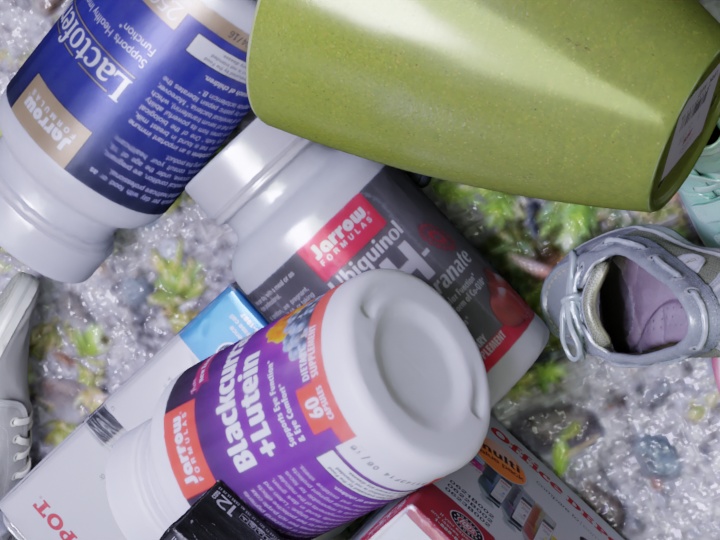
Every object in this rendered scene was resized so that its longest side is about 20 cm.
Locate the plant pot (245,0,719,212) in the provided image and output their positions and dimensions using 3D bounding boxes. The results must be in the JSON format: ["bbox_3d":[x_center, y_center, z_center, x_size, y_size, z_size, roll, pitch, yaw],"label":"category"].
[{"bbox_3d":[0.077,-0.113,1.254,0.200,0.187,0.187,28,106,17],"label":"plant pot"}]

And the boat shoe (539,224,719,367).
[{"bbox_3d":[0.147,0.017,1.343,0.065,0.202,0.075,-5,97,-26],"label":"boat shoe"}]

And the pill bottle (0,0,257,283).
[{"bbox_3d":[-0.130,-0.096,1.418,0.116,0.116,0.200,41,107,3],"label":"pill bottle"}]

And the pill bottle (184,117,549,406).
[{"bbox_3d":[0.000,0.000,1.400,0.111,0.111,0.200,-42,94,17],"label":"pill bottle"}]

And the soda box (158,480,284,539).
[{"bbox_3d":[-0.026,0.201,1.263,0.200,0.071,0.063,41,113,2],"label":"soda box"}]

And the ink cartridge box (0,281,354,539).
[{"bbox_3d":[-0.085,0.118,1.465,0.200,0.084,0.145,-42,88,16],"label":"ink cartridge box"}]

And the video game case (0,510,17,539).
[{"bbox_3d":[-0.242,0.234,1.494,0.018,0.143,0.200,25,105,13],"label":"video game case"}]

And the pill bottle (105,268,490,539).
[{"bbox_3d":[-0.039,0.086,1.328,0.200,0.111,0.112,-29,93,37],"label":"pill bottle"}]

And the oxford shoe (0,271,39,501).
[{"bbox_3d":[-0.218,0.094,1.502,0.058,0.075,0.200,19,106,-4],"label":"oxford shoe"}]

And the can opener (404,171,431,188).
[{"bbox_3d":[0.028,-0.146,1.409,0.063,0.079,0.200,-21,100,-22],"label":"can opener"}]

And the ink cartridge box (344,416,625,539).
[{"bbox_3d":[0.052,0.192,1.385,0.145,0.200,0.145,43,108,1],"label":"ink cartridge box"}]

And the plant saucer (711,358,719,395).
[{"bbox_3d":[0.287,0.042,1.339,0.200,0.051,0.201,-1,120,-2],"label":"plant saucer"}]

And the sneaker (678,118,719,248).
[{"bbox_3d":[0.196,-0.044,1.348,0.074,0.118,0.201,-37,92,16],"label":"sneaker"}]
